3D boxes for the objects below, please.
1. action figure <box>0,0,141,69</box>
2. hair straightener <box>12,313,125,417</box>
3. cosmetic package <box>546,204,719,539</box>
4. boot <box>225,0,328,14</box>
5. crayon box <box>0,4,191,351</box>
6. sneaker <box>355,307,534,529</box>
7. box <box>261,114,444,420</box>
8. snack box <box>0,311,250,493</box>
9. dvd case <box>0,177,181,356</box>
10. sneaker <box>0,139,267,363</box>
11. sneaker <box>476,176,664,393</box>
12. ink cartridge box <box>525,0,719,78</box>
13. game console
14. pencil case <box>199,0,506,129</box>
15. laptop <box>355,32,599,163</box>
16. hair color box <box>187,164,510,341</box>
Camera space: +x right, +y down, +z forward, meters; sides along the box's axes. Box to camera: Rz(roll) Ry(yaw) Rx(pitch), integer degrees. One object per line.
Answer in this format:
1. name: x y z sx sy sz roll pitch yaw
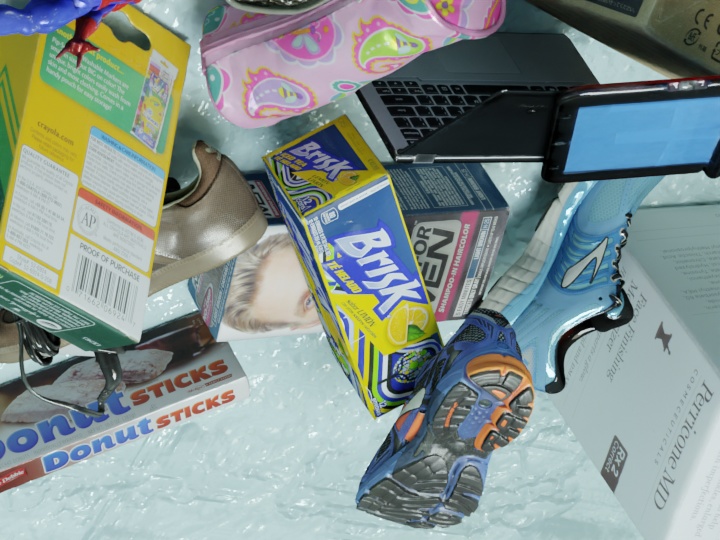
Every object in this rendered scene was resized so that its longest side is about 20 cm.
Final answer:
1. action figure: -0.165 -0.160 1.581 0.200 0.052 0.066 -28 145 -51
2. hair straightener: -0.205 0.003 1.684 0.077 0.041 0.201 -23 103 -10
3. cosmetic package: 0.260 0.077 1.969 0.164 0.200 0.166 -4 130 -27
4. boot: -0.101 -0.196 1.516 0.181 0.200 0.073 -25 137 -7
5. crayon box: -0.174 -0.068 1.639 0.051 0.201 0.125 -10 151 38
6. sneaker: 0.057 0.100 1.779 0.075 0.079 0.200 20 136 -18
7. box: 0.000 0.000 1.758 0.064 0.070 0.201 -28 136 -8
8. snack box: -0.178 0.089 1.824 0.199 0.072 0.024 -21 138 -12
9. dvd case: -0.225 -0.007 1.750 0.199 0.018 0.143 4 127 -32
10. sneaker: -0.160 -0.014 1.733 0.199 0.070 0.076 -27 105 6
11. sneaker: 0.161 0.000 1.894 0.201 0.090 0.078 -56 160 -2
12. ink cartridge box: 0.201 -0.168 1.735 0.199 0.164 0.076 22 94 -42
13. game console: 0.207 -0.044 1.629 0.118 0.173 0.200 -34 169 -6
14. pencil case: -0.008 -0.150 1.634 0.199 0.088 0.087 -19 150 41
15. laptop: 0.108 -0.127 1.693 0.186 0.201 0.116 -1 132 -29
16. hair color box: -0.007 -0.014 1.837 0.199 0.061 0.100 -5 130 -25
